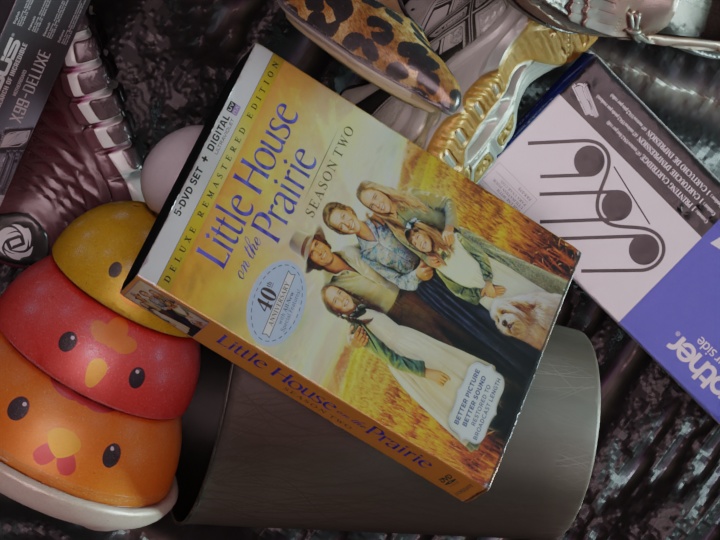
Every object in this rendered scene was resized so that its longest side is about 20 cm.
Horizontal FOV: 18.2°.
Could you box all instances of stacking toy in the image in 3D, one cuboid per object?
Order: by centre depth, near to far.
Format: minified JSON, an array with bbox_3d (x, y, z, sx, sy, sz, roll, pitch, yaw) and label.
[{"bbox_3d":[-0.123,0.015,1.125,0.145,0.146,0.201,26,104,-6],"label":"stacking toy"}]

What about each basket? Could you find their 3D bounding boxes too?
[{"bbox_3d":[0.014,0.072,1.166,0.199,0.181,0.137,8,57,-12],"label":"basket"}]

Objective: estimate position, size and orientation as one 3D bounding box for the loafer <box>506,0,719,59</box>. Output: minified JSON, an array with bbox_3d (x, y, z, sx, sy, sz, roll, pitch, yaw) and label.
[{"bbox_3d":[0.154,-0.145,1.138,0.199,0.063,0.072,7,101,-43],"label":"loafer"}]

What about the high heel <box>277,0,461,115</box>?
[{"bbox_3d":[0.016,-0.177,1.134,0.143,0.071,0.200,-51,58,7],"label":"high heel"}]

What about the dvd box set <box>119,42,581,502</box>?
[{"bbox_3d":[0.000,0.000,1.085,0.199,0.029,0.147,32,60,-12],"label":"dvd box set"}]

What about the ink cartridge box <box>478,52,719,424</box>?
[{"bbox_3d":[0.162,-0.014,1.214,0.200,0.044,0.094,44,94,-7],"label":"ink cartridge box"}]

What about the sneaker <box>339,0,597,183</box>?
[{"bbox_3d":[0.066,-0.133,1.180,0.087,0.076,0.200,32,72,32],"label":"sneaker"}]

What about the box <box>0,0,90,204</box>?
[{"bbox_3d":[-0.206,-0.151,1.128,0.157,0.050,0.201,29,96,37],"label":"box"}]

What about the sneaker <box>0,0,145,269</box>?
[{"bbox_3d":[-0.179,-0.077,1.172,0.115,0.076,0.201,-19,98,2],"label":"sneaker"}]
